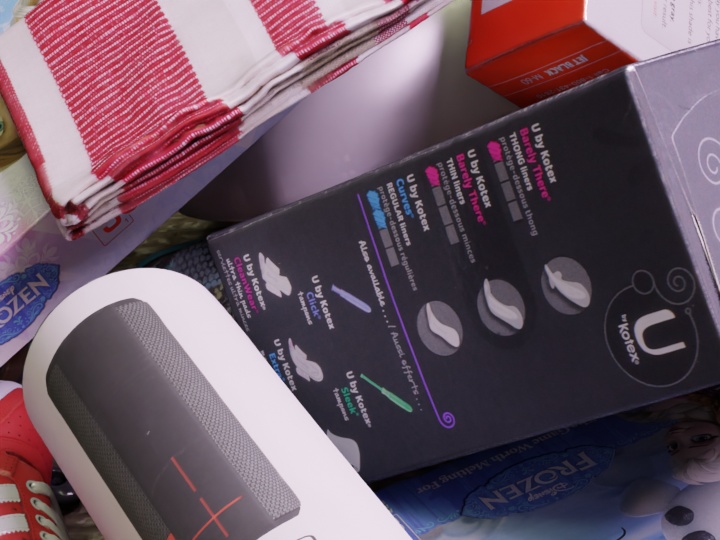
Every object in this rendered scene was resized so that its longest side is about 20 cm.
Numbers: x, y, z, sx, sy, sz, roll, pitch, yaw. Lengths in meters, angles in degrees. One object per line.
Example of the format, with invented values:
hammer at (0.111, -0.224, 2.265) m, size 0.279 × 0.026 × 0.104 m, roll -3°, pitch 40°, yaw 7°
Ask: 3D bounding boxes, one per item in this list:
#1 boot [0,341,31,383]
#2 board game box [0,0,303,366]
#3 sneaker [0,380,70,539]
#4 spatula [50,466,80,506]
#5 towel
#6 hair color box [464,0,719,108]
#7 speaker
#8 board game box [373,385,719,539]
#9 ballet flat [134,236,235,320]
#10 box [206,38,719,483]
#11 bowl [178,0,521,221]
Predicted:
boot at (-0.248, 0.019, 0.928) m, size 0.200 × 0.075 × 0.097 m, roll 7°, pitch 7°, yaw 22°
board game box at (-0.133, -0.066, 0.892) m, size 0.199 × 0.041 × 0.200 m, roll -43°, pitch 39°, yaw -9°
sneaker at (-0.109, 0.111, 0.770) m, size 0.112 × 0.071 × 0.200 m, roll -6°, pitch 38°, yaw 14°
spatula at (-0.203, 0.078, 0.901) m, size 0.200 × 0.021 × 0.057 m, roll 4°, pitch 29°, yaw 21°
towel at (-0.045, -0.105, 0.821) m, size 0.200 × 0.023 × 0.144 m, roll -33°, pitch 39°, yaw 2°
hair color box at (0.130, -0.093, 0.875) m, size 0.064 × 0.200 × 0.111 m, roll -19°, pitch 55°, yaw 42°
speaker at (-0.041, 0.079, 0.714) m, size 0.081 × 0.081 × 0.200 m, roll -20°, pitch 35°, yaw -17°
board game box at (0.093, 0.117, 0.727) m, size 0.200 × 0.043 × 0.199 m, roll -21°, pitch 33°, yaw -18°
ballet flat at (0.000, 0.000, 0.943) m, size 0.200 × 0.074 × 0.074 m, roll -24°, pitch 33°, yaw -18°
box at (0.065, -0.002, 0.774) m, size 0.200 × 0.106 × 0.122 m, roll -20°, pitch 0°, yaw 42°
bowl at (0.004, -0.093, 0.969) m, size 0.200 × 0.075 × 0.200 m, roll -27°, pitch 11°, yaw -15°
